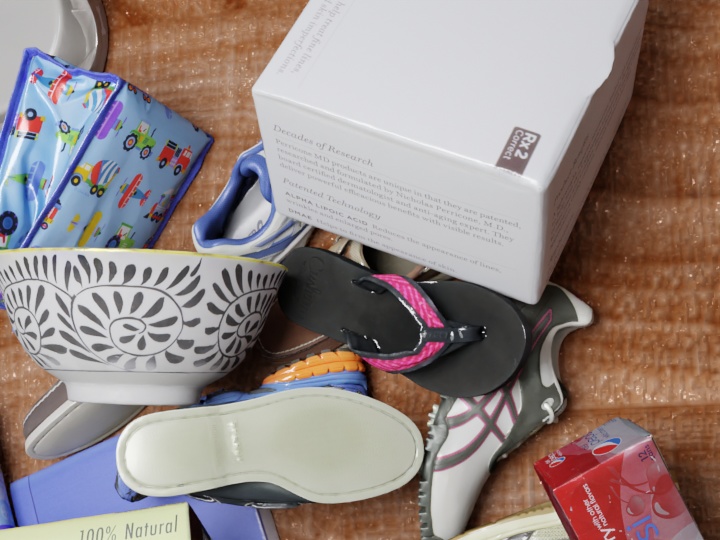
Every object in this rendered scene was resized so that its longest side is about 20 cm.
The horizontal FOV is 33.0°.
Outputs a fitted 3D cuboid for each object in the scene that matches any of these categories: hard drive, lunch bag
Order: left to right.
[{"bbox_3d":[-0.214,-0.042,0.923,0.093,0.150,0.202,19,86,22],"label":"lunch bag"},{"bbox_3d":[-0.168,0.190,0.930,0.198,0.025,0.133,-25,72,14],"label":"hard drive"}]

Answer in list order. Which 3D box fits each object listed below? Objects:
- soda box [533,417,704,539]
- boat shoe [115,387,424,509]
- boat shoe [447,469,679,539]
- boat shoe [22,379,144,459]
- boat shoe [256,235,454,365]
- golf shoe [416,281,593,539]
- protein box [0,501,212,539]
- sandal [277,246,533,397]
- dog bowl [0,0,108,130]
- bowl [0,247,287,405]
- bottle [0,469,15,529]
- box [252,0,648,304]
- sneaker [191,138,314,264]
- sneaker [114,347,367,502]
[{"bbox_3d":[0.182,0.194,0.735,0.069,0.063,0.202,-28,96,0],"label":"soda box"},{"bbox_3d":[-0.060,0.120,0.799,0.197,0.066,0.075,-6,81,-11],"label":"boat shoe"},{"bbox_3d":[0.121,0.191,0.799,0.198,0.073,0.065,-25,67,14],"label":"boat shoe"},{"bbox_3d":[-0.184,0.068,0.937,0.199,0.072,0.060,-39,64,5],"label":"boat shoe"},{"bbox_3d":[0.000,0.000,0.880,0.199,0.072,0.076,-35,70,11],"label":"boat shoe"},{"bbox_3d":[0.093,0.099,0.828,0.087,0.077,0.202,17,87,13],"label":"golf shoe"},{"bbox_3d":[-0.187,0.277,0.781,0.196,0.135,0.202,-8,65,-2],"label":"protein box"},{"bbox_3d":[0.018,0.033,0.799,0.198,0.045,0.076,16,98,30],"label":"sandal"},{"bbox_3d":[-0.304,-0.194,1.035,0.198,0.059,0.203,-4,78,20],"label":"dog bowl"},{"bbox_3d":[-0.149,0.041,0.809,0.198,0.200,0.095,0,84,20],"label":"bowl"},{"bbox_3d":[-0.322,0.142,0.964,0.065,0.084,0.202,-14,72,-16],"label":"bottle"},{"bbox_3d":[0.064,-0.117,0.802,0.198,0.131,0.200,20,60,17],"label":"box"},{"bbox_3d":[-0.045,-0.075,0.902,0.075,0.088,0.201,36,90,24],"label":"sneaker"},{"bbox_3d":[-0.080,0.123,0.864,0.198,0.075,0.079,-22,76,-3],"label":"sneaker"}]
